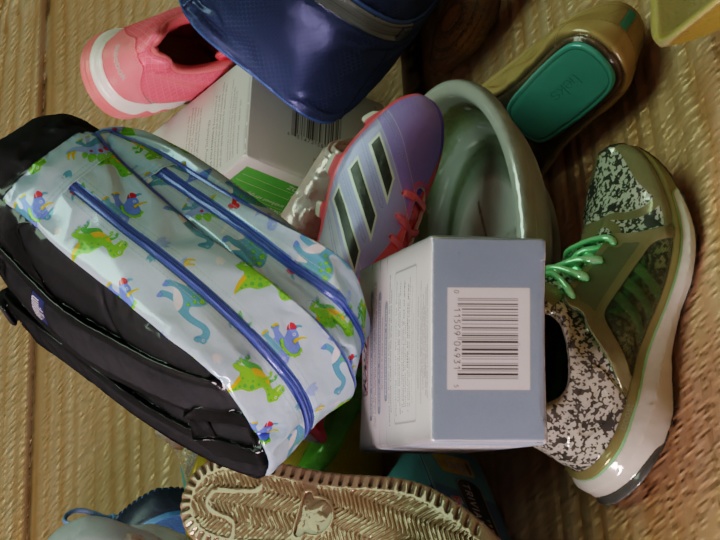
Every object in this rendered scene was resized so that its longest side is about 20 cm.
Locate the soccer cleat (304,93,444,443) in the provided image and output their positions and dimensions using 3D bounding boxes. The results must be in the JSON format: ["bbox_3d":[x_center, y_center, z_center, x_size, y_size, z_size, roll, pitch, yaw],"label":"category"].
[{"bbox_3d":[0.000,0.000,1.607,0.076,0.067,0.201,32,90,40],"label":"soccer cleat"}]

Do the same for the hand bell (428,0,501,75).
[{"bbox_3d":[0.089,-0.188,1.757,0.200,0.104,0.105,121,155,-44],"label":"hand bell"}]

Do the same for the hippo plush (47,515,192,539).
[{"bbox_3d":[-0.112,0.219,1.628,0.159,0.200,0.162,2,76,33],"label":"hippo plush"}]

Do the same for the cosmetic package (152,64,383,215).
[{"bbox_3d":[-0.082,-0.051,1.912,0.200,0.107,0.085,-37,42,48],"label":"cosmetic package"}]

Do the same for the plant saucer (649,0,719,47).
[{"bbox_3d":[0.231,-0.234,1.544,0.200,0.048,0.201,-39,38,44],"label":"plant saucer"}]

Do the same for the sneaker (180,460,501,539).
[{"bbox_3d":[0.012,0.150,1.544,0.199,0.108,0.070,14,78,32],"label":"sneaker"}]

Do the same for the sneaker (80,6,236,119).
[{"bbox_3d":[-0.080,-0.142,1.907,0.087,0.199,0.074,-20,86,53],"label":"sneaker"}]

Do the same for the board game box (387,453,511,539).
[{"bbox_3d":[0.013,0.215,1.603,0.200,0.047,0.151,-55,30,22],"label":"board game box"}]

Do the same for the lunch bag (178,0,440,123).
[{"bbox_3d":[-0.008,-0.205,1.828,0.132,0.136,0.200,-48,8,33],"label":"lunch bag"}]

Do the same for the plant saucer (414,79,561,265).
[{"bbox_3d":[0.067,-0.005,1.634,0.200,0.050,0.201,-179,90,-66],"label":"plant saucer"}]

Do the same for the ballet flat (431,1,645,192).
[{"bbox_3d":[0.096,-0.089,1.686,0.200,0.069,0.063,-35,13,43],"label":"ballet flat"}]

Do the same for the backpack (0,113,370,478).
[{"bbox_3d":[-0.092,0.018,1.526,0.153,0.164,0.200,-30,50,-15],"label":"backpack"}]

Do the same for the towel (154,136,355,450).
[{"bbox_3d":[-0.036,0.009,1.753,0.201,0.032,0.191,-60,-11,13],"label":"towel"}]

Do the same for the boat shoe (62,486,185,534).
[{"bbox_3d":[-0.174,0.192,1.919,0.200,0.084,0.069,-44,47,34],"label":"boat shoe"}]

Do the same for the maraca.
[{"bbox_3d":[-0.035,0.115,1.689,0.200,0.107,0.137,-56,9,38],"label":"maraca"}]

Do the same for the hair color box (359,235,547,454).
[{"bbox_3d":[0.044,0.041,1.481,0.200,0.060,0.100,155,115,-79],"label":"hair color box"}]

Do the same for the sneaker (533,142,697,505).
[{"bbox_3d":[0.117,0.015,1.518,0.077,0.088,0.201,-31,44,49],"label":"sneaker"}]

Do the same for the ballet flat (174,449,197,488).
[{"bbox_3d":[-0.090,0.100,1.873,0.067,0.068,0.200,-45,39,12],"label":"ballet flat"}]
